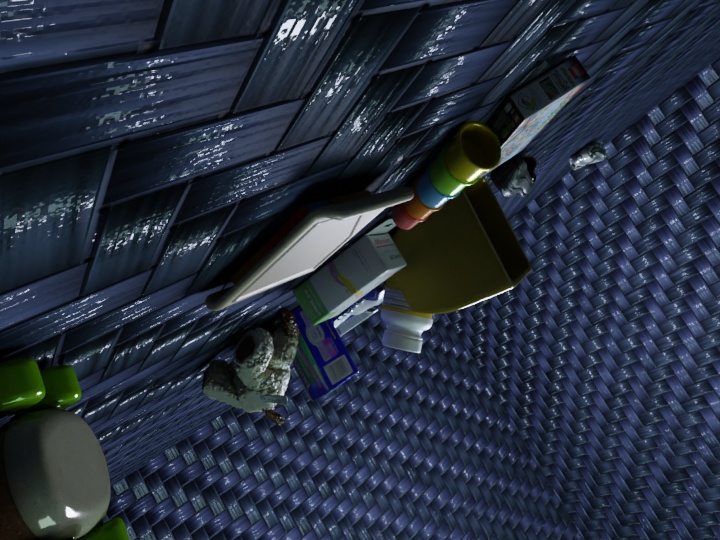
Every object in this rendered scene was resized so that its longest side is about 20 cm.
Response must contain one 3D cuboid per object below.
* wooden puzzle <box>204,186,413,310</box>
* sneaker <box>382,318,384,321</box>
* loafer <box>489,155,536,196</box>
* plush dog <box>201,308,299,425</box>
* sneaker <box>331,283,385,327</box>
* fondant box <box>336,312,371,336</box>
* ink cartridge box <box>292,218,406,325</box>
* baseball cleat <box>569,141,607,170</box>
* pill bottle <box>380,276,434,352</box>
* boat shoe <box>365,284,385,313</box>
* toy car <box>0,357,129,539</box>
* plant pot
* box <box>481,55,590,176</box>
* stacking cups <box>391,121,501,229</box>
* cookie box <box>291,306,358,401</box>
[{"bbox_3d":[-0.054,-0.032,0.660,0.198,0.038,0.184,-33,175,31],"label":"wooden puzzle"},{"bbox_3d":[0.134,0.042,1.383,0.080,0.126,0.204,-124,-125,-73],"label":"sneaker"},{"bbox_3d":[0.325,-0.194,1.229,0.072,0.074,0.199,-42,172,29],"label":"loafer"},{"bbox_3d":[-0.167,0.165,1.109,0.199,0.160,0.174,-37,-161,40],"label":"plush dog"},{"bbox_3d":[-0.031,0.074,1.306,0.114,0.082,0.199,-32,175,-35],"label":"sneaker"},{"bbox_3d":[-0.057,0.130,1.585,0.197,0.059,0.144,-34,-176,3],"label":"fondant box"},{"bbox_3d":[0.000,0.000,0.987,0.198,0.068,0.117,-37,173,20],"label":"ink cartridge box"},{"bbox_3d":[0.790,-0.401,2.152,0.105,0.072,0.197,-30,168,39],"label":"baseball cleat"},{"bbox_3d":[0.099,0.055,1.232,0.108,0.207,0.111,11,177,1],"label":"pill bottle"},{"bbox_3d":[0.016,0.065,1.421,0.070,0.070,0.199,-24,-177,-20],"label":"boat shoe"},{"bbox_3d":[-0.302,0.186,0.460,0.195,0.168,0.158,-22,171,-11],"label":"toy car"},{"bbox_3d":[0.158,-0.029,1.084,0.197,0.198,0.194,-30,175,25],"label":"plant pot"},{"bbox_3d":[0.205,-0.189,0.806,0.108,0.035,0.200,-33,173,-15],"label":"box"},{"bbox_3d":[0.098,-0.103,0.769,0.060,0.061,0.200,-29,171,-31],"label":"stacking cups"},{"bbox_3d":[-0.094,0.168,1.272,0.074,0.174,0.200,-27,171,-20],"label":"cookie box"}]
